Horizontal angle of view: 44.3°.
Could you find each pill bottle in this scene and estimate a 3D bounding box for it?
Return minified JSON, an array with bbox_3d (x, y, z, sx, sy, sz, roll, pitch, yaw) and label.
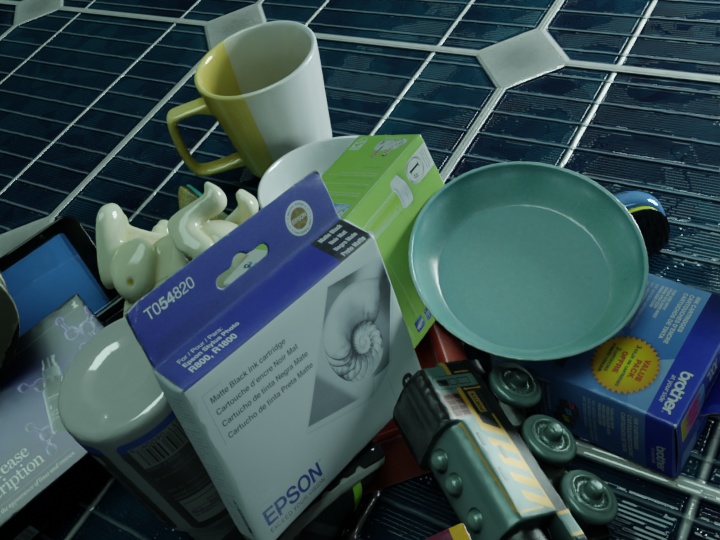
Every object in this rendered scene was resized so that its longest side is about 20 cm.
[{"bbox_3d":[-0.144,0.138,0.715,0.111,0.202,0.115,-13,45,14],"label":"pill bottle"}]

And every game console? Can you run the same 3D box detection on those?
[{"bbox_3d":[-0.325,0.072,0.913,0.199,0.118,0.175,-38,46,-16],"label":"game console"}]

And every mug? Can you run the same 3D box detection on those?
[{"bbox_3d":[-0.118,-0.189,1.060,0.182,0.155,0.151,1,48,22],"label":"mug"}]

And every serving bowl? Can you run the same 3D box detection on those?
[{"bbox_3d":[-0.011,-0.068,0.955,0.195,0.067,0.202,-3,39,3],"label":"serving bowl"}]

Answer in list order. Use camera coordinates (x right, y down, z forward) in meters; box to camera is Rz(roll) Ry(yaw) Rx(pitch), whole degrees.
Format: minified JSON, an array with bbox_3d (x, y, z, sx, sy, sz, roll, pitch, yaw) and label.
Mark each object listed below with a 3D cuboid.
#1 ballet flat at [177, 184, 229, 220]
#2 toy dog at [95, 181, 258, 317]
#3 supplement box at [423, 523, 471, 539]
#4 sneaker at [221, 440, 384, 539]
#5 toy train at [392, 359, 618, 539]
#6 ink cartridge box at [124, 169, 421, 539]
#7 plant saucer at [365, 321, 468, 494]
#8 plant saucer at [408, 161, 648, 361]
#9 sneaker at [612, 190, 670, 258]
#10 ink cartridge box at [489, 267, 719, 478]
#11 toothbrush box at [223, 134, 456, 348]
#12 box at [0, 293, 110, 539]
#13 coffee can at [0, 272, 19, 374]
[{"bbox_3d":[-0.162,-0.040,1.001,0.071,0.071,0.198,-42,48,-22],"label":"ballet flat"},{"bbox_3d":[-0.141,0.010,0.854,0.195,0.139,0.199,-5,73,20],"label":"toy dog"},{"bbox_3d":[0.006,0.272,0.600,0.196,0.112,0.086,-23,43,-3],"label":"supplement box"},{"bbox_3d":[-0.050,0.219,0.703,0.199,0.084,0.071,-39,19,-22],"label":"sneaker"},{"bbox_3d":[0.106,0.151,0.668,0.112,0.086,0.202,-3,44,-30],"label":"toy train"},{"bbox_3d":[-0.049,0.061,0.655,0.040,0.203,0.199,7,39,47],"label":"ink cartridge box"},{"bbox_3d":[0.005,0.104,0.817,0.195,0.037,0.202,-19,45,2],"label":"plant saucer"},{"bbox_3d":[0.138,-0.004,0.740,0.195,0.036,0.204,-2,54,3],"label":"plant saucer"},{"bbox_3d":[0.196,-0.028,0.860,0.196,0.067,0.079,-17,28,6],"label":"sneaker"},{"bbox_3d":[0.226,0.075,0.735,0.197,0.077,0.137,21,58,33],"label":"ink cartridge box"},{"bbox_3d":[0.000,0.000,0.777,0.085,0.147,0.201,7,49,46],"label":"toothbrush box"},{"bbox_3d":[-0.299,0.145,0.829,0.199,0.079,0.141,-41,67,-18],"label":"box"},{"bbox_3d":[-0.408,0.009,0.812,0.145,0.148,0.200,-32,43,-12],"label":"coffee can"}]
